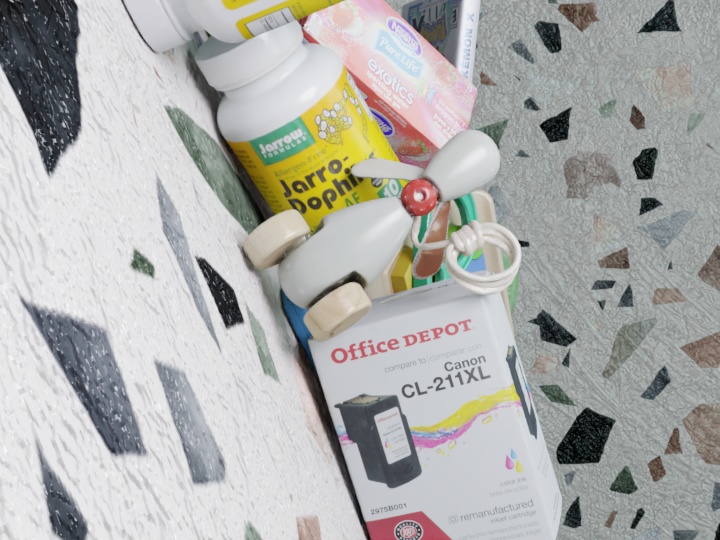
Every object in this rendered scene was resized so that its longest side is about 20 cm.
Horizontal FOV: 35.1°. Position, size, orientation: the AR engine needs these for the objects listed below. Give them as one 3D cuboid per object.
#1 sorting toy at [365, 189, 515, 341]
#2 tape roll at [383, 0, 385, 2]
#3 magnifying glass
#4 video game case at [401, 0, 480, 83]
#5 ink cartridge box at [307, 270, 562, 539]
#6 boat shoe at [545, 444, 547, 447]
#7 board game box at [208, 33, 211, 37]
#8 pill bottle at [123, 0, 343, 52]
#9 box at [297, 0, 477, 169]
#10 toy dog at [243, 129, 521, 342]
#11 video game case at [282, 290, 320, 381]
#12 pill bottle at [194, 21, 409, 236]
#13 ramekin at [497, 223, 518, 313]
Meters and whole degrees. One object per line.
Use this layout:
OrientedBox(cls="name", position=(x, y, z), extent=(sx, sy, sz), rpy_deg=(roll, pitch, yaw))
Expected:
OrientedBox(cls="sorting toy", position=(0.074, 0.037, 1.036), extent=(0.200, 0.036, 0.186), rpy_deg=(-25, 110, -44))
OrientedBox(cls="tape roll", position=(-0.037, -0.268, 1.177), extent=(0.200, 0.066, 0.200), rpy_deg=(41, 0, 0))
OrientedBox(cls="magnifying glass", position=(0.061, 0.014, 0.981), extent=(0.080, 0.022, 0.201), rpy_deg=(37, 63, -45))
OrientedBox(cls="video game case", position=(0.072, -0.193, 1.175), extent=(0.200, 0.022, 0.183), rpy_deg=(-158, -107, -73))
OrientedBox(cls="ink cartridge box", position=(0.059, 0.118, 0.892), extent=(0.083, 0.145, 0.201), rpy_deg=(-43, 117, -72))
OrientedBox(cls="boat shoe", position=(0.103, 0.170, 1.033), extent=(0.202, 0.075, 0.075), rpy_deg=(3, 55, -54))
OrientedBox(cls="board game box", position=(-0.135, -0.261, 1.105), extent=(0.200, 0.023, 0.105), rpy_deg=(-96, 167, -67))
OrientedBox(cls="pill bottle", position=(-0.062, -0.223, 0.764), extent=(0.112, 0.199, 0.113), rpy_deg=(-20, 90, -85))
OrientedBox(cls="box", position=(-0.001, -0.171, 1.017), extent=(0.200, 0.102, 0.095), rpy_deg=(36, 55, -30))
OrientedBox(cls="toy dog", position=(0.013, -0.024, 0.852), extent=(0.096, 0.199, 0.133), rpy_deg=(112, -36, -79))
OrientedBox(cls="video game case", position=(-0.023, 0.075, 0.996), extent=(0.143, 0.018, 0.201), rpy_deg=(-98, 166, -62))
OrientedBox(cls="pill bottle", position=(-0.045, -0.110, 0.917), extent=(0.200, 0.112, 0.113), rpy_deg=(58, 10, -27))
OrientedBox(cls="ramekin", position=(0.074, 0.007, 1.292), extent=(0.098, 0.199, 0.201), rpy_deg=(17, 53, -73))
